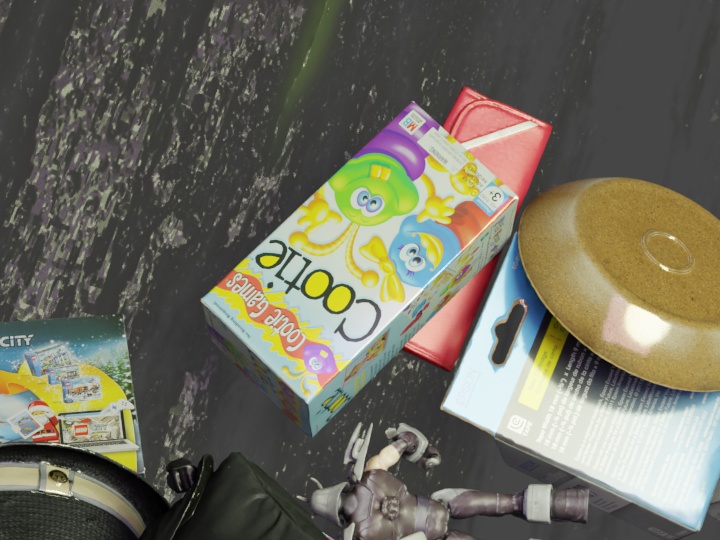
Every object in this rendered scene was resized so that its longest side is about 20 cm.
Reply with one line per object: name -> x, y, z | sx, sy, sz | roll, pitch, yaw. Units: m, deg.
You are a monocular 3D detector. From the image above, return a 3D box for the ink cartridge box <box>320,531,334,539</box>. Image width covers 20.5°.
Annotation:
ink cartridge box -> 0.022, 0.265, 1.235 | 0.200, 0.042, 0.119 | 32, 95, 10

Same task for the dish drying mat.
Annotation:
dish drying mat -> 0.069, -0.032, 1.440 | 0.077, 0.018, 0.200 | 25, 74, -4

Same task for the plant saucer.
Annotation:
plant saucer -> 0.207, -0.002, 1.395 | 0.200, 0.035, 0.200 | 16, 41, -15

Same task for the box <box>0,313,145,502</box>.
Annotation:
box -> -0.248, 0.098, 1.312 | 0.200, 0.038, 0.137 | -4, 48, -11

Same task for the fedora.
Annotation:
fedora -> -0.206, 0.201, 1.249 | 0.200, 0.201, 0.092 | -4, 36, -11

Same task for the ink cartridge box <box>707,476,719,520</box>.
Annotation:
ink cartridge box -> 0.350, 0.102, 1.427 | 0.148, 0.086, 0.200 | 22, 73, -5

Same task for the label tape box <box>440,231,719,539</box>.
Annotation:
label tape box -> 0.166, 0.082, 1.408 | 0.200, 0.063, 0.144 | 26, 73, -4

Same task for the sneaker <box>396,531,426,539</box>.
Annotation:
sneaker -> -0.029, 0.253, 1.298 | 0.200, 0.071, 0.099 | -26, 81, 16

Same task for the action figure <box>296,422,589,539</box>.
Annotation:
action figure -> 0.054, 0.174, 1.369 | 0.200, 0.069, 0.130 | 9, 83, -4

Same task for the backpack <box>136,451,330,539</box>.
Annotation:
backpack -> -0.093, 0.226, 1.172 | 0.200, 0.167, 0.127 | -47, 126, -2

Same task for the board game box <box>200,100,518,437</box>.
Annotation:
board game box -> 0.000, 0.000, 1.362 | 0.103, 0.105, 0.200 | 43, 77, 12
